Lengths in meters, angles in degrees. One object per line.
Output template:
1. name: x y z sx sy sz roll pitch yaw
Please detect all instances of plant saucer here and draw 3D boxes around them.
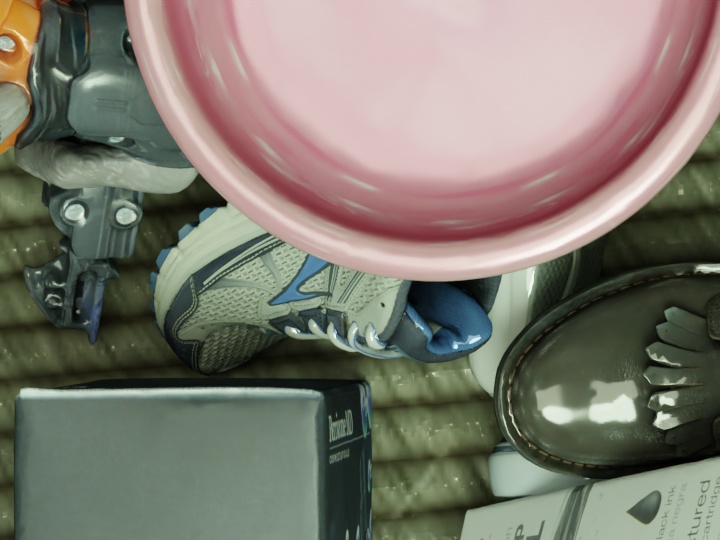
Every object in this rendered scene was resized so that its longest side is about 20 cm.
1. plant saucer: 0.027 -0.097 0.921 0.199 0.051 0.202 0 89 9

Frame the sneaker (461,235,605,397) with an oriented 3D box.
1. sneaker: 0.044 -0.053 1.058 0.080 0.070 0.202 -2 86 22

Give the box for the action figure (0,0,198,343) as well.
1. action figure: -0.103 -0.042 1.004 0.192 0.105 0.201 -10 123 -21

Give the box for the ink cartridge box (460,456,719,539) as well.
1. ink cartridge box: 0.098 0.146 0.955 0.083 0.200 0.146 19 73 -21

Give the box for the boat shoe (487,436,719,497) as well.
1. boat shoe: 0.136 0.022 1.041 0.199 0.071 0.092 -12 87 -1

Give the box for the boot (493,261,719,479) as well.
1. boot: 0.146 0.028 0.917 0.199 0.174 0.070 -10 91 -3

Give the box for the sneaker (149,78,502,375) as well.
1. sneaker: 0.000 0.000 1.011 0.200 0.077 0.086 -37 74 44

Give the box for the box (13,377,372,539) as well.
1. box: -0.054 0.138 1.019 0.106 0.148 0.201 -1 90 6
